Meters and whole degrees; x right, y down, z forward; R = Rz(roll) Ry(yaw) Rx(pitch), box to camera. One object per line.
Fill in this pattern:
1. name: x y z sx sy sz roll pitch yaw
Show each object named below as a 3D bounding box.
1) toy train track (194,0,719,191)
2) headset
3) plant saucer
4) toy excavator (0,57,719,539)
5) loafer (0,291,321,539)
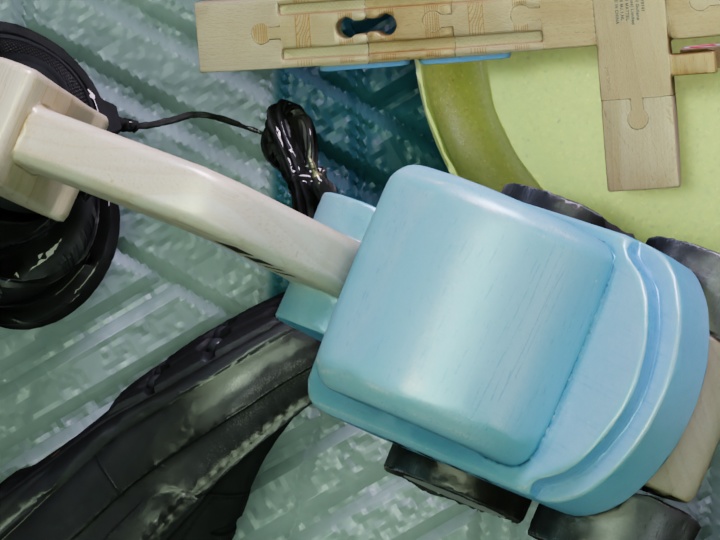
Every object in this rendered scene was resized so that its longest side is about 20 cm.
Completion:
1. toy train track: 0.046 -0.082 0.943 0.199 0.033 0.115 -3 98 15
2. headset: -0.109 -0.018 0.950 0.199 0.124 0.094 -13 66 -8
3. plant saucer: 0.117 -0.080 0.960 0.199 0.031 0.201 0 92 8
4. toy excavator: 0.000 0.000 0.874 0.194 0.200 0.100 20 83 44
5. loafer: -0.067 0.076 0.976 0.200 0.068 0.071 -37 94 12
